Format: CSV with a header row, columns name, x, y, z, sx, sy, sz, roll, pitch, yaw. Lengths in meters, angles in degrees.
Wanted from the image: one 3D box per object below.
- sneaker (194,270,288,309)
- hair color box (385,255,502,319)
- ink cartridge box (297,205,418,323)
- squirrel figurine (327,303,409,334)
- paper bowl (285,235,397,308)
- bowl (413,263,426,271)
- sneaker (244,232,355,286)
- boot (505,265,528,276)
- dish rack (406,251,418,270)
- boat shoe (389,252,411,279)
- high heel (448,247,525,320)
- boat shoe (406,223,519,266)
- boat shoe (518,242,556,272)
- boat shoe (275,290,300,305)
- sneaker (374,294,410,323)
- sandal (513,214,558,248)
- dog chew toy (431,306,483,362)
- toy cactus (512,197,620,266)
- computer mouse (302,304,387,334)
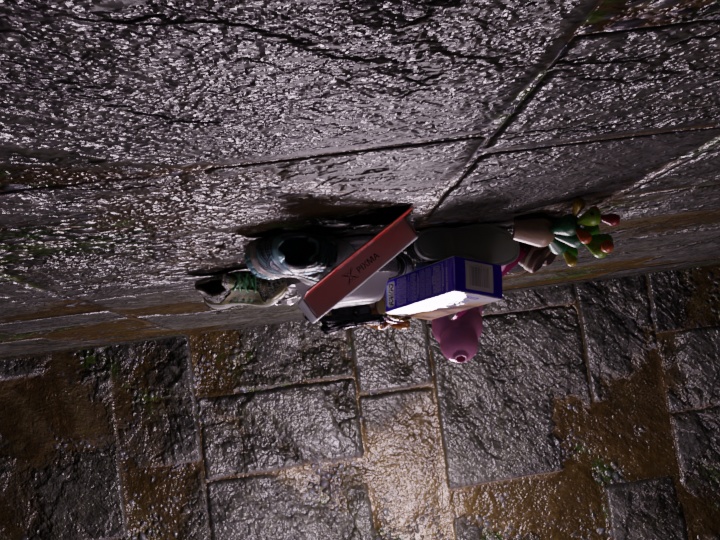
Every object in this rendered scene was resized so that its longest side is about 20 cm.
name,x,y,z,sx,sy,sz,roll,pitch,yaw
sneaker,-0.226,0.030,1.615,0.196,0.078,0.088,-12,164,18
hair color box,0.140,0.034,1.485,0.108,0.066,0.199,10,163,-31
ink cartridge box,0.001,-0.005,1.258,0.199,0.044,0.174,-39,180,-11
squirrel figurine,-0.017,0.084,1.960,0.185,0.145,0.198,-18,-168,-42
paper bowl,-0.032,0.008,1.485,0.196,0.107,0.201,-7,175,-1
bowl,0.189,0.001,1.642,0.197,0.040,0.202,-16,149,-10
sneaker,-0.074,-0.020,1.306,0.197,0.079,0.086,-3,169,-41
boot,0.256,-0.023,1.800,0.196,0.079,0.138,-16,163,14
dish rack,0.104,-0.010,1.738,0.196,0.056,0.153,-11,175,14
boat shoe,0.000,0.000,1.640,0.196,0.073,0.067,-3,178,27
high heel,0.231,0.028,1.596,0.094,0.068,0.201,6,139,-18
boat shoe,0.176,-0.041,1.473,0.196,0.077,0.060,7,169,-16
boat shoe,0.337,-0.052,1.655,0.074,0.076,0.202,30,-162,20
boat shoe,-0.142,0.035,1.745,0.069,0.071,0.200,-4,172,-17
sneaker,0.063,0.069,1.714,0.089,0.076,0.199,-16,178,29
sandal,0.319,-0.066,1.523,0.074,0.046,0.199,-11,173,26
dog chew toy,0.197,0.103,1.762,0.122,0.202,0.126,0,135,0
toy cactus,0.331,-0.067,1.392,0.161,0.105,0.200,6,174,3
computer mouse,-0.044,0.082,1.574,0.138,0.047,0.200,-4,-165,-19
